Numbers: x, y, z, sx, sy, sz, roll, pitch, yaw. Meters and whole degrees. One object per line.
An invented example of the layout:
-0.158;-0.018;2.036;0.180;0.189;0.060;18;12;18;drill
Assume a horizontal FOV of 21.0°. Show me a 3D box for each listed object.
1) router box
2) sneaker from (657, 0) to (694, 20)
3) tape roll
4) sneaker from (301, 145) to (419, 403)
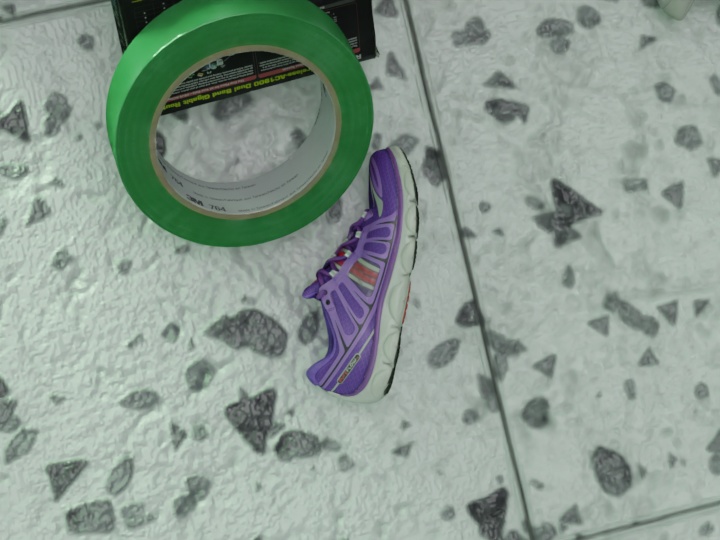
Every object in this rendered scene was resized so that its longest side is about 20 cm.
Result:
-0.090;-0.209;1.474;0.198;0.151;0.062;-15;50;-8;router box
0.323;-0.260;1.578;0.198;0.076;0.093;-17;95;-1;sneaker
-0.090;-0.114;1.461;0.198;0.048;0.202;-9;126;-12;tape roll
0.000;0.000;1.509;0.082;0.081;0.202;11;85;-1;sneaker
